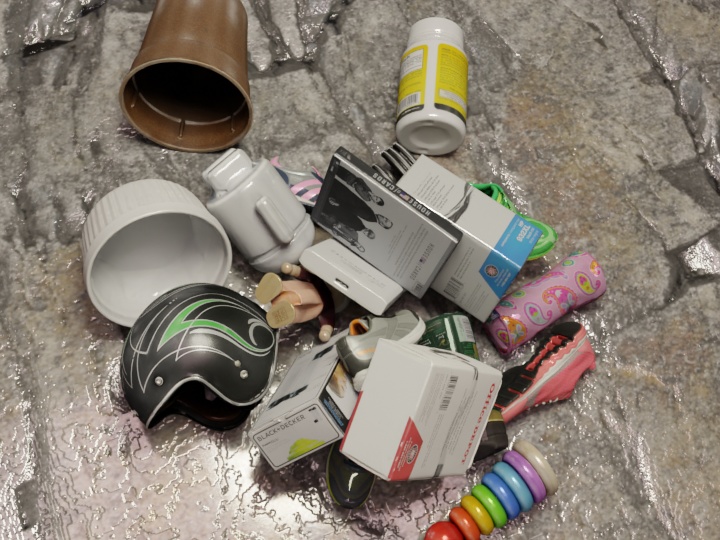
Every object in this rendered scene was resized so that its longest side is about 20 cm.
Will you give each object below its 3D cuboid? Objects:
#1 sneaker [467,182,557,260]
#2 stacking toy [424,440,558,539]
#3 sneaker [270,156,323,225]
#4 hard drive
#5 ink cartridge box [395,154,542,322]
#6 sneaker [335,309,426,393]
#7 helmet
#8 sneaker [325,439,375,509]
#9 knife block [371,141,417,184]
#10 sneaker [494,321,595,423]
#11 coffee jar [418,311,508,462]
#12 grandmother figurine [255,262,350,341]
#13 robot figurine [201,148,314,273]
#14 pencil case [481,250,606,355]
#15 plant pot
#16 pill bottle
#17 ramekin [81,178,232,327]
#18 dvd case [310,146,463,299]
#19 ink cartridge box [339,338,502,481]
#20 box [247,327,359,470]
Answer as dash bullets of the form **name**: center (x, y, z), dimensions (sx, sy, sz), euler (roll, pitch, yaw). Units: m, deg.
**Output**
- **sneaker**: center (0.196, -0.075, 1.230), dimensions (0.198, 0.084, 0.075), euler (22, 64, 0)
- **stacking toy**: center (0.168, 0.320, 1.138), dimensions (0.199, 0.086, 0.086), euler (-33, 75, -13)
- **sneaker**: center (-0.062, -0.118, 1.289), dimensions (0.198, 0.070, 0.083), euler (20, 66, -1)
- **hard drive**: center (0.000, 0.000, 1.191), dimensions (0.131, 0.200, 0.026), euler (34, 104, 7)
- **ink cartridge box**: center (0.128, -0.043, 1.168), dimensions (0.199, 0.146, 0.084), euler (33, 56, 7)
- **sneaker**: center (0.028, 0.085, 1.109), dimensions (0.080, 0.074, 0.200), euler (53, 26, 0)
- **helmet**: center (-0.216, 0.115, 1.106), dimensions (0.188, 0.200, 0.202), euler (15, 65, -14)
- **sneaker**: center (0.001, 0.222, 1.147), dimensions (0.073, 0.081, 0.202), euler (12, 66, -2)
- **knife block**: center (0.109, -0.109, 1.312), dimensions (0.197, 0.064, 0.178), euler (6, 67, -5)
- **sneaker**: center (0.266, 0.167, 1.215), dimensions (0.200, 0.074, 0.087), euler (-40, 108, -9)
- **coffee jar**: center (0.132, 0.168, 1.176), dimensions (0.104, 0.085, 0.202), euler (-26, 68, 25)
- **grandmother figurine**: center (-0.068, 0.041, 1.169), dimensions (0.060, 0.200, 0.123), euler (-20, 86, 23)
- **robot figurine**: center (-0.142, -0.078, 1.206), dimensions (0.113, 0.169, 0.201), euler (-39, 112, -7)
- **pencil case**: center (0.271, 0.046, 1.259), dimensions (0.198, 0.088, 0.088), euler (-28, 73, -16)
- **plant pot**: center (-0.255, -0.323, 1.290), dimensions (0.197, 0.201, 0.200), euler (4, 59, -6)
- **pill bottle**: center (0.118, -0.301, 1.368), dimensions (0.113, 0.115, 0.202), euler (7, 67, -5)
- **ramekin**: center (-0.285, -0.029, 1.154), dimensions (0.198, 0.202, 0.105), euler (-20, 46, -16)
- **dvd case**: center (0.030, -0.061, 1.141), dimensions (0.199, 0.151, 0.025), euler (36, 55, 5)
- **ink cartridge box**: center (0.080, 0.173, 1.039), dimensions (0.082, 0.199, 0.148), euler (22, 93, 34)
- **box**: center (-0.056, 0.160, 1.090), dimensions (0.116, 0.200, 0.060), euler (-30, 102, 23)
